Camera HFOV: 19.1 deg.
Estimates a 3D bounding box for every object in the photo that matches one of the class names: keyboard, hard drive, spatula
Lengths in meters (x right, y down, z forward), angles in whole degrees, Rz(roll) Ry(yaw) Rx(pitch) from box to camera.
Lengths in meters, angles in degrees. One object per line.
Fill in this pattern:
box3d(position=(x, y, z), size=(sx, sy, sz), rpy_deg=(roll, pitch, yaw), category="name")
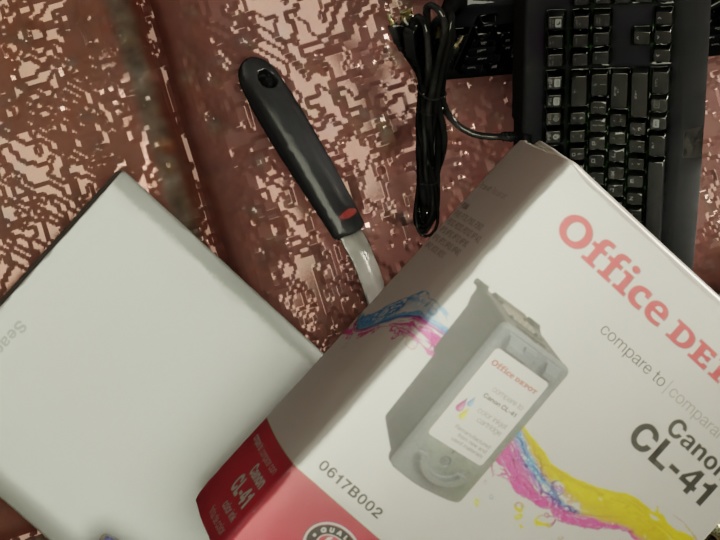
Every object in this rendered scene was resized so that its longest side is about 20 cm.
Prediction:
box3d(position=(0.129, -0.101, 0.880), size=(0.199, 0.104, 0.040), rpy_deg=(-8, 65, -11), category="keyboard")
box3d(position=(-0.069, 0.074, 0.886), size=(0.200, 0.026, 0.132), rpy_deg=(43, 83, -10), category="hard drive")
box3d(position=(0.075, -0.051, 0.865), size=(0.127, 0.021, 0.200), rpy_deg=(1, 121, 5), category="keyboard")
box3d(position=(0.000, 0.000, 0.894), size=(0.056, 0.021, 0.200), rpy_deg=(-28, 93, -41), category="spatula")

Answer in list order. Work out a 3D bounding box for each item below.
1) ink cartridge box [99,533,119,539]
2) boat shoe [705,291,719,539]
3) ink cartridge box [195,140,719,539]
box3d(position=(-0.076, 0.237, 0.877), size=(0.196, 0.043, 0.200), rpy_deg=(33, 88, -10), category="ink cartridge box")
box3d(position=(0.141, 0.103, 0.904), size=(0.072, 0.076, 0.200), rpy_deg=(24, 87, -11), category="boat shoe")
box3d(position=(0.056, 0.070, 0.830), size=(0.148, 0.086, 0.200), rpy_deg=(41, 93, -12), category="ink cartridge box")
